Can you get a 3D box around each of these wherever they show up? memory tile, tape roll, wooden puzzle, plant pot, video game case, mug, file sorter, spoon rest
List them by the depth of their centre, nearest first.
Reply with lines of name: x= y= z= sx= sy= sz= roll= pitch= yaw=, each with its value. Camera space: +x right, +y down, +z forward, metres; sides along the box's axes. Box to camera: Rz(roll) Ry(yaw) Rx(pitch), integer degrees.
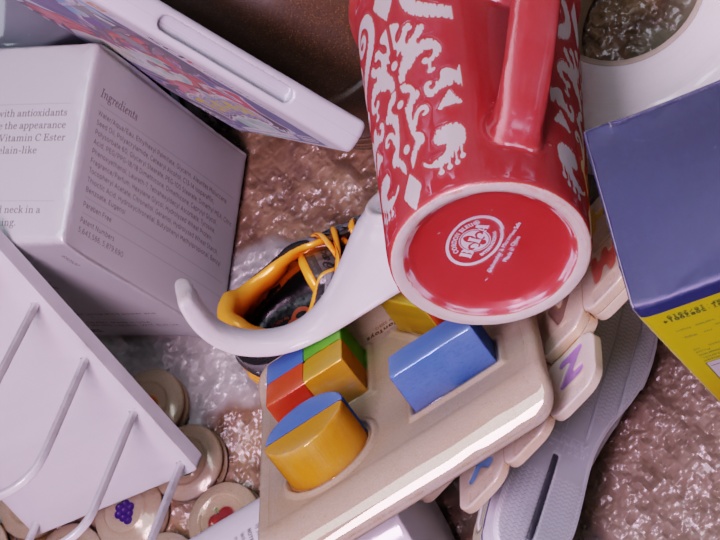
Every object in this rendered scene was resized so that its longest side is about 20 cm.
mug: x=0.058 y=-0.093 z=1.350 sx=0.133 sy=0.178 sz=0.201 roll=-10 pitch=46 yaw=8
wooden puzzle: x=0.013 y=0.060 z=1.400 sx=0.185 sy=0.046 sz=0.200 roll=-32 pitch=25 yaw=12
video game case: x=-0.108 y=-0.125 z=1.444 sx=0.023 sy=0.182 sz=0.200 roll=-62 pitch=21 yaw=-4
spoon rest: x=-0.005 y=-0.002 z=1.448 sx=0.199 sy=0.061 sz=0.099 roll=-22 pitch=22 yaw=2
file sorter: x=-0.219 y=0.102 z=1.462 sx=0.138 sy=0.200 sz=0.125 roll=-24 pitch=28 yaw=31
tape roll: x=0.167 y=-0.157 z=1.499 sx=0.202 sy=0.071 sz=0.203 roll=-9 pitch=68 yaw=23
plant pot: x=-0.043 y=-0.200 z=1.507 sx=0.200 sy=0.198 sz=0.201 roll=-32 pitch=48 yaw=42
memory tile: x=-0.163 y=0.168 z=1.570 sx=0.200 sy=0.017 sz=0.153 roll=-41 pitch=58 yaw=8

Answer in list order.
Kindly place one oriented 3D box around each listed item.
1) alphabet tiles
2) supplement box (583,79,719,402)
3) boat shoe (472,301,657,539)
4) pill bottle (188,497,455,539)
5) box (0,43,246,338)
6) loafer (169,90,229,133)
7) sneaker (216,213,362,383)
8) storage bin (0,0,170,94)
alphabet tiles: x=0.091 y=0.041 z=1.412 sx=0.200 sy=0.015 sz=0.196 roll=-49 pitch=19 yaw=28
supplement box: x=0.211 y=-0.012 z=1.342 sx=0.108 sy=0.200 sz=0.110 roll=-21 pitch=63 yaw=16
boat shoe: x=0.110 y=0.084 z=1.436 sx=0.201 sy=0.072 sz=0.062 roll=-64 pitch=15 yaw=-21
pill bottle: x=-0.047 y=0.191 z=1.446 sx=0.200 sy=0.113 sz=0.114 roll=-32 pitch=60 yaw=13
box: x=-0.206 y=-0.045 z=1.567 sx=0.198 sy=0.200 sz=0.131 roll=0 pitch=72 yaw=27
loafer: x=-0.084 y=-0.183 z=1.638 sx=0.063 sy=0.072 sz=0.201 roll=-5 pitch=66 yaw=21
sneaker: x=0.000 y=0.000 z=1.518 sx=0.200 sy=0.077 sz=0.078 roll=-37 pitch=57 yaw=8
storage bin: x=-0.196 y=-0.181 z=1.626 sx=0.145 sy=0.200 sz=0.135 roll=-22 pitch=72 yaw=18
